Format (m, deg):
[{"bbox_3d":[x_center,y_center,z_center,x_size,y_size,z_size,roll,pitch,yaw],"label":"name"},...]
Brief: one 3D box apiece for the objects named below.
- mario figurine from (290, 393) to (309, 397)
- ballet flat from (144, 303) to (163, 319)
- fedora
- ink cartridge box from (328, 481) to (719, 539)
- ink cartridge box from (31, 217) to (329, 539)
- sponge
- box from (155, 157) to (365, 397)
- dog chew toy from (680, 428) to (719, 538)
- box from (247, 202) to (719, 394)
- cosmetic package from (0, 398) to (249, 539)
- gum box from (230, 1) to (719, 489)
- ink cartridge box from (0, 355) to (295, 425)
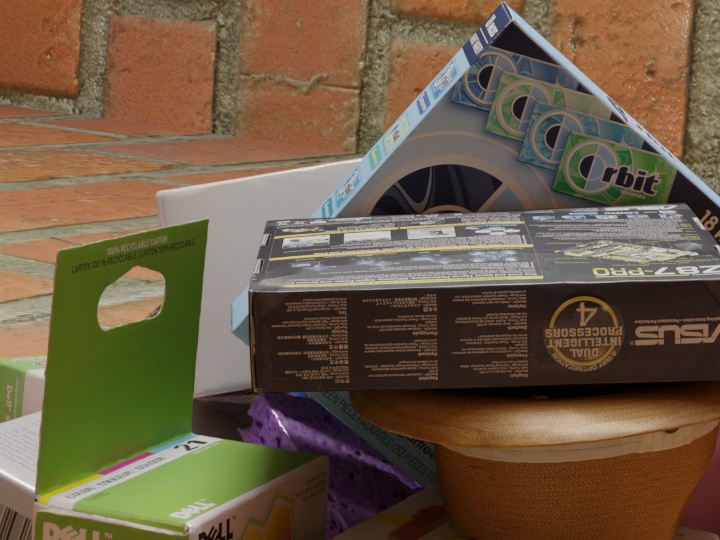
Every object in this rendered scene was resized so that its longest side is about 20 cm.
[{"bbox_3d":[-0.015,0.065,1.374,0.199,0.124,0.106,7,-11,43],"label":"mario figurine"},{"bbox_3d":[-0.033,0.020,1.255,0.199,0.068,0.075,-13,20,-2],"label":"ballet flat"},{"bbox_3d":[0.094,0.073,0.925,0.199,0.082,0.201,-2,13,0],"label":"fedora"},{"bbox_3d":[0.058,0.158,0.906,0.144,0.084,0.200,9,9,22],"label":"ink cartridge box"},{"bbox_3d":[-0.072,0.088,0.903,0.075,0.201,0.148,8,10,21],"label":"ink cartridge box"},{"bbox_3d":[0.042,0.117,1.107,0.199,0.030,0.112,10,32,-40],"label":"sponge"},{"bbox_3d":[0.000,0.000,1.140,0.199,0.107,0.152,-9,-2,-2],"label":"box"},{"bbox_3d":[0.212,0.107,1.096,0.200,0.125,0.125,36,6,-7],"label":"dog chew toy"},{"bbox_3d":[0.054,0.009,0.916,0.199,0.049,0.161,-2,10,0],"label":"box"},{"bbox_3d":[-0.120,0.117,1.048,0.101,0.072,0.200,25,15,19],"label":"cosmetic package"},{"bbox_3d":[0.065,0.003,1.027,0.170,0.200,0.045,40,12,-14],"label":"gum box"},{"bbox_3d":[-0.117,0.098,1.256,0.117,0.068,0.199,-3,10,-42],"label":"ink cartridge box"}]
